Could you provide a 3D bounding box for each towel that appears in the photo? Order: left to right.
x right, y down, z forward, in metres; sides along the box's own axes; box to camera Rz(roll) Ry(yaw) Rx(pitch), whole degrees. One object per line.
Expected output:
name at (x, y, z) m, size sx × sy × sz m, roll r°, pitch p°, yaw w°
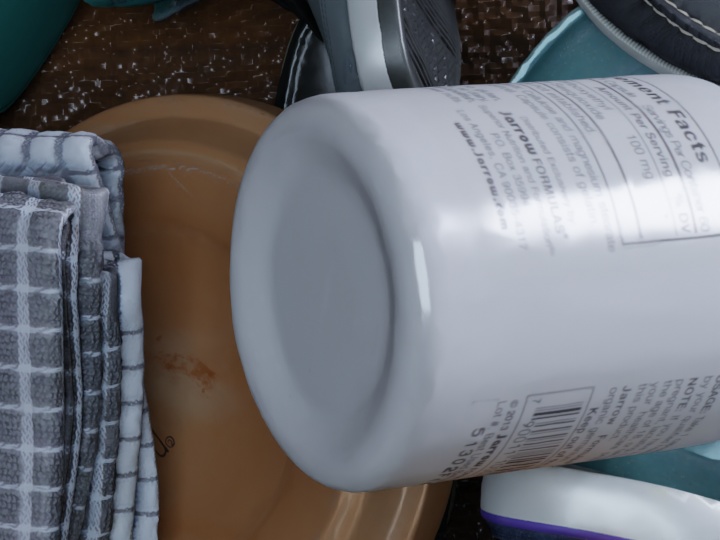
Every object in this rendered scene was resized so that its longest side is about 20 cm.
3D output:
towel at (-0.151, 0.055, 0.898) m, size 0.165 × 0.086 × 0.201 m, roll 5°, pitch 104°, yaw 23°

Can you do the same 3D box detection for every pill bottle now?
pill bottle at (0.071, -0.001, 0.846) m, size 0.199 × 0.114 × 0.115 m, roll -5°, pitch 86°, yaw -30°

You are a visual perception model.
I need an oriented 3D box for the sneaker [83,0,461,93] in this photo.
sneaker at (-0.040, -0.107, 0.923) m, size 0.120 × 0.084 × 0.200 m, roll -19°, pitch 45°, yaw 10°

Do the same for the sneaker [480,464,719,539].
sneaker at (0.110, 0.151, 0.885) m, size 0.199 × 0.081 × 0.147 m, roll 21°, pitch 85°, yaw -22°

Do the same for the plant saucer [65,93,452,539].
plant saucer at (-0.060, 0.042, 0.932) m, size 0.200 × 0.032 × 0.201 m, roll 1°, pitch 91°, yaw 32°

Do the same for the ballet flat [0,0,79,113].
ballet flat at (-0.156, -0.057, 0.973) m, size 0.068 × 0.068 × 0.201 m, roll 25°, pitch 90°, yaw 19°

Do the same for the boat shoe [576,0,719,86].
boat shoe at (0.086, -0.135, 0.925) m, size 0.074 × 0.060 × 0.200 m, roll -36°, pitch 67°, yaw -4°

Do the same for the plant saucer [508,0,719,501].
plant saucer at (0.135, -0.008, 0.952) m, size 0.199 × 0.036 × 0.201 m, roll 0°, pitch 87°, yaw 7°

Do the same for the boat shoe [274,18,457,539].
boat shoe at (0.003, 0.000, 0.954) m, size 0.073 × 0.063 × 0.202 m, roll -2°, pitch 86°, yaw 9°
